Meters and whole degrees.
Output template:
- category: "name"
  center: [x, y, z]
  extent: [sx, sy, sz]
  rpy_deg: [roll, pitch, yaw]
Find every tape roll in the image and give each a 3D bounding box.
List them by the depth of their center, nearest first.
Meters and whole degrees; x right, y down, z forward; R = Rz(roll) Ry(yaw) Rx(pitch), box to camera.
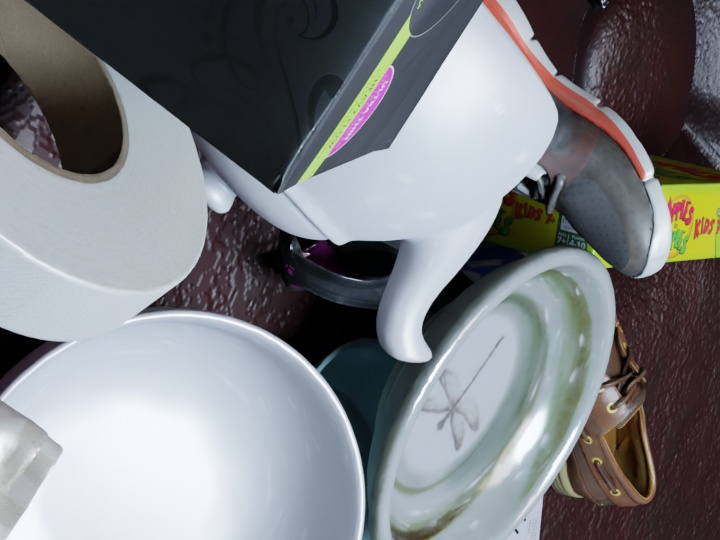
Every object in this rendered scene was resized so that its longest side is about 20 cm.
- category: "tape roll"
  center: [-0.136, -0.068, 0.705]
  extent: [0.037, 0.204, 0.202]
  rpy_deg: [-33, 149, 22]

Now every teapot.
- category: "teapot"
  center: [-0.021, -0.086, 0.840]
  extent: [0.146, 0.200, 0.197]
  rpy_deg: [-40, 152, 3]

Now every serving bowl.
- category: "serving bowl"
  center: [-0.100, 0.109, 0.872]
  extent: [0.199, 0.066, 0.202]
  rpy_deg: [-5, 104, -22]

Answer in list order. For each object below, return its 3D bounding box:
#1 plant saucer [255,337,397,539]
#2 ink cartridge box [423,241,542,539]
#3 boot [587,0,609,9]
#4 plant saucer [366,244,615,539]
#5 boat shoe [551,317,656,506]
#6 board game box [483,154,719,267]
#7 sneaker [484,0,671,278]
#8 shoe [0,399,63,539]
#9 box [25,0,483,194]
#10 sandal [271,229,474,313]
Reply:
- category: "plant saucer"
  center: [-0.013, 0.136, 1.018]
  extent: [0.200, 0.036, 0.202]
  rpy_deg: [-3, 93, -61]
- category: "ink cartridge box"
  center: [0.073, 0.085, 1.131]
  extent: [0.094, 0.044, 0.202]
  rpy_deg: [-17, 116, -50]
- category: "boot"
  center: [0.175, -0.212, 1.125]
  extent: [0.163, 0.073, 0.199]
  rpy_deg: [-47, 129, -34]
- category: "plant saucer"
  center: [0.060, 0.070, 1.021]
  extent: [0.200, 0.050, 0.201]
  rpy_deg: [-36, 142, -34]
- category: "boat shoe"
  center: [0.150, 0.067, 1.203]
  extent: [0.072, 0.067, 0.201]
  rpy_deg: [-42, 133, -34]
- category: "board game box"
  center: [0.152, -0.039, 1.138]
  extent: [0.199, 0.101, 0.048]
  rpy_deg: [-5, 106, -51]
- category: "sneaker"
  center: [0.078, -0.066, 0.994]
  extent: [0.082, 0.200, 0.077]
  rpy_deg: [-31, 162, -26]
- category: "shoe"
  center: [-0.178, 0.138, 0.772]
  extent: [0.070, 0.053, 0.201]
  rpy_deg: [-94, -152, -67]
- category: "box"
  center: [-0.048, -0.150, 0.685]
  extent: [0.149, 0.200, 0.124]
  rpy_deg: [-55, 171, 21]
- category: "sandal"
  center: [0.001, 0.000, 0.981]
  extent: [0.200, 0.075, 0.048]
  rpy_deg: [32, 75, -53]
